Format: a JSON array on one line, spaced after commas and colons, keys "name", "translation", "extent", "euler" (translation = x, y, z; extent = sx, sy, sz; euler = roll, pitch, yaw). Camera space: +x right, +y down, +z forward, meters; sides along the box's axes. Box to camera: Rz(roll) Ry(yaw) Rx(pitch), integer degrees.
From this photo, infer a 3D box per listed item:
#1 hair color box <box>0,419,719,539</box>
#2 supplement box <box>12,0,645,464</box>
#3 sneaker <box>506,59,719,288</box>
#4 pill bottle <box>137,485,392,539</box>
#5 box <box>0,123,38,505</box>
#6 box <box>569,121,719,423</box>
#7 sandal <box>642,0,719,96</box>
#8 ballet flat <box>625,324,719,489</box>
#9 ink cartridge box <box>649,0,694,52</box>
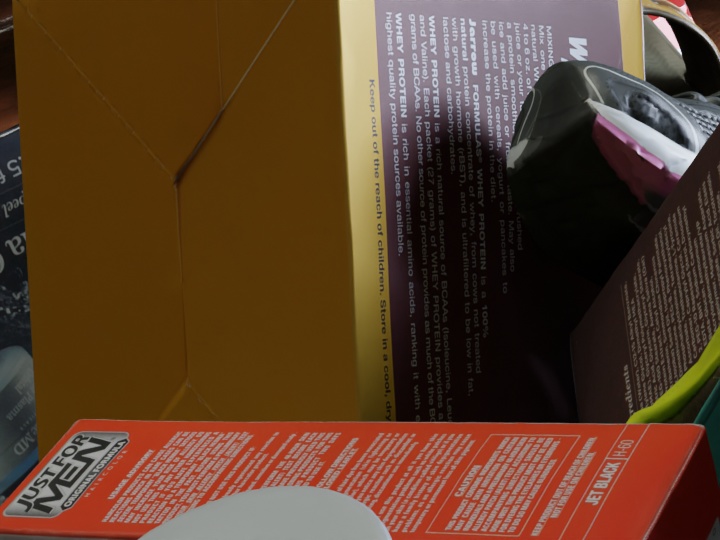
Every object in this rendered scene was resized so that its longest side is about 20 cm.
[{"name": "hair color box", "translation": [0.004, 0.097, 0.644], "extent": [0.199, 0.102, 0.061], "euler": [-2, 30, 31]}, {"name": "supplement box", "translation": [0.000, 0.000, 0.811], "extent": [0.132, 0.199, 0.199], "euler": [-3, 1, 35]}, {"name": "sneaker", "translation": [0.127, -0.031, 0.801], "extent": [0.080, 0.199, 0.087], "euler": [-11, 61, 42]}, {"name": "pill bottle", "translation": [0.002, 0.155, 0.567], "extent": [0.112, 0.201, 0.113], "euler": [-17, 29, 10]}, {"name": "box", "translation": [-0.142, 0.056, 0.950], "extent": [0.196, 0.201, 0.117], "euler": [-28, 3, -24]}, {"name": "box", "translation": [0.145, 0.002, 0.692], "extent": [0.099, 0.200, 0.075], "euler": [8, 53, -17]}, {"name": "sandal", "translation": [0.113, -0.073, 0.933], "extent": [0.080, 0.054, 0.200], "euler": [-23, 58, -30]}, {"name": "ballet flat", "translation": [0.103, 0.054, 0.646], "extent": [0.067, 0.067, 0.200], "euler": [-34, -13, -44]}, {"name": "ink cartridge box", "translation": [0.109, -0.057, 1.057], "extent": [0.160, 0.201, 0.050], "euler": [-31, 46, -32]}]
